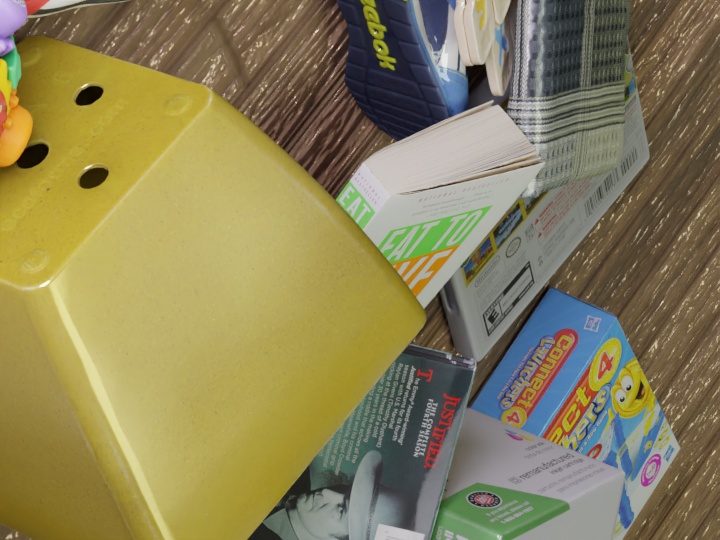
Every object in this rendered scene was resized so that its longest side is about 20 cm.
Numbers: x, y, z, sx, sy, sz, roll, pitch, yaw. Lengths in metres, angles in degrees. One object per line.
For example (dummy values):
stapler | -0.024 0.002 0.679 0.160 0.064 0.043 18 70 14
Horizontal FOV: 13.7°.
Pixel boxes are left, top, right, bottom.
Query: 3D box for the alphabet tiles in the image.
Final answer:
alphabet tiles | 0.078 -0.206 1.669 0.200 0.015 0.196 -67 153 -48

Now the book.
book | 0.000 0.000 1.683 0.133 0.048 0.200 -19 154 -48

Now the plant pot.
plant pot | -0.122 0.006 1.438 0.200 0.200 0.177 -50 137 -24

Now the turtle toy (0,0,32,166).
turtle toy | -0.203 -0.101 1.313 0.146 0.101 0.201 -35 138 -40

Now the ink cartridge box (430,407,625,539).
ink cartridge box | 0.028 0.135 1.736 0.145 0.200 0.084 -19 125 -53

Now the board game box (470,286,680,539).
board game box | 0.123 0.145 2.032 0.200 0.056 0.196 -56 148 -15

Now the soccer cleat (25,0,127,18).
soccer cleat | -0.091 -0.162 1.374 0.085 0.199 0.069 -12 85 -58

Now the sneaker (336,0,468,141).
sneaker | 0.033 -0.145 1.673 0.082 0.074 0.200 -53 151 -30

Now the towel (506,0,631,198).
towel | 0.122 -0.143 1.768 0.200 0.034 0.193 -17 111 -69

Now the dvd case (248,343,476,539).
dvd case | -0.051 0.093 1.618 0.022 0.199 0.147 -85 -171 -73

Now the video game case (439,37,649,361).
video game case | 0.109 -0.068 1.893 0.200 0.023 0.182 -48 146 -24
